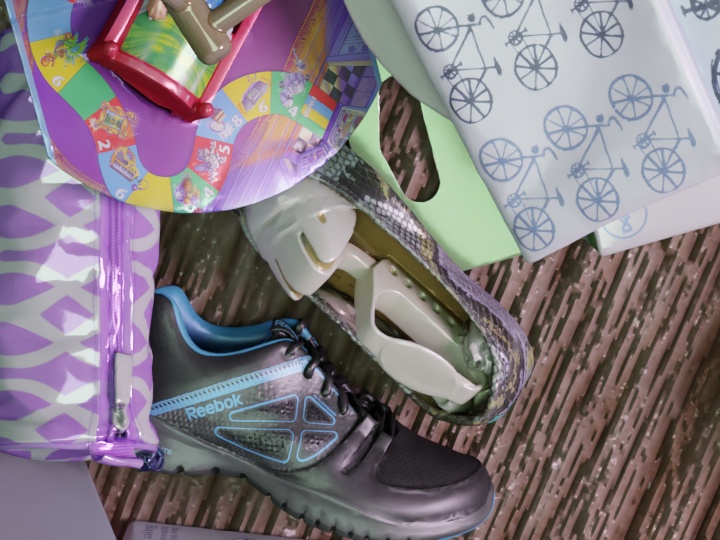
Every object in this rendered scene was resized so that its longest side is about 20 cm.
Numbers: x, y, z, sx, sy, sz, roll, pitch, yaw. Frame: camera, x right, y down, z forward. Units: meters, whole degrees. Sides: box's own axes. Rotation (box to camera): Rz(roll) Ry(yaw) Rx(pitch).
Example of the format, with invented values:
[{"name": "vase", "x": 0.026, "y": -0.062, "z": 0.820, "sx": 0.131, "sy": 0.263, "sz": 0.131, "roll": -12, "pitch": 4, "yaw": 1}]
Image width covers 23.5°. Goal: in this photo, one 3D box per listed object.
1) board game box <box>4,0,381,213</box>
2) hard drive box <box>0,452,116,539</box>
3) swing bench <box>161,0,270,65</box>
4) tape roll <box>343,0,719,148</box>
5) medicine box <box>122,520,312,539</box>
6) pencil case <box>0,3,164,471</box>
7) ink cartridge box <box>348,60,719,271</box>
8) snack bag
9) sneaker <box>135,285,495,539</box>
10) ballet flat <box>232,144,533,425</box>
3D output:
[{"name": "board game box", "x": -0.068, "y": -0.124, "z": 0.723, "sx": 0.157, "sy": 0.039, "sz": 0.202, "roll": -17, "pitch": 98, "yaw": -22}, {"name": "hard drive box", "x": -0.167, "y": 0.180, "z": 0.766, "sx": 0.076, "sy": 0.200, "sz": 0.157, "roll": 19, "pitch": 102, "yaw": -24}, {"name": "swing bench", "x": -0.043, "y": -0.223, "z": 0.628, "sx": 0.198, "sy": 0.130, "sz": 0.201, "roll": -32, "pitch": 73, "yaw": 9}, {"name": "tape roll", "x": 0.086, "y": -0.155, "z": 0.727, "sx": 0.200, "sy": 0.071, "sz": 0.205, "roll": 3, "pitch": 109, "yaw": 8}, {"name": "medicine box", "x": -0.029, "y": 0.233, "z": 0.842, "sx": 0.198, "sy": 0.103, "sz": 0.184, "roll": 7, "pitch": 102, "yaw": -4}, {"name": "pencil case", "x": -0.126, "y": -0.010, "z": 0.767, "sx": 0.083, "sy": 0.085, "sz": 0.202, "roll": 1, "pitch": 86, "yaw": -32}, {"name": "ink cartridge box", "x": 0.093, "y": -0.078, "z": 0.813, "sx": 0.198, "sy": 0.048, "sz": 0.147, "roll": -16, "pitch": 103, "yaw": -3}, {"name": "snack bag", "x": 0.112, "y": -0.123, "z": 0.685, "sx": 0.199, "sy": 0.021, "sz": 0.190, "roll": -24, "pitch": 102, "yaw": 17}, {"name": "sneaker", "x": -0.025, "y": 0.070, "z": 0.822, "sx": 0.198, "sy": 0.073, "sz": 0.083, "roll": 17, "pitch": 101, "yaw": -7}, {"name": "ballet flat", "x": 0.000, "y": 0.000, "z": 0.803, "sx": 0.200, "sy": 0.072, "sz": 0.072, "roll": 42, "pitch": 97, "yaw": -9}]
